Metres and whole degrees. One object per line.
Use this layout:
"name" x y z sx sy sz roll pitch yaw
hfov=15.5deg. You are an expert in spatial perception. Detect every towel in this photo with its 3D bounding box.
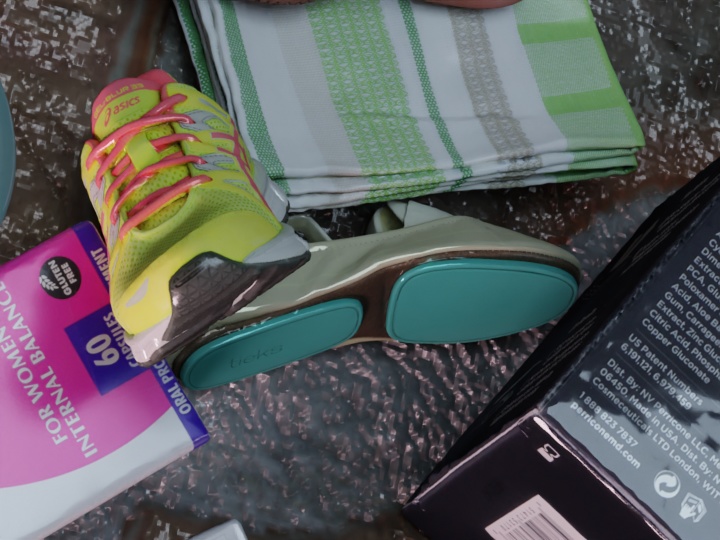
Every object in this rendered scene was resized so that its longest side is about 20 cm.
"towel" 0.020 -0.102 1.180 0.199 0.031 0.150 -7 67 -24

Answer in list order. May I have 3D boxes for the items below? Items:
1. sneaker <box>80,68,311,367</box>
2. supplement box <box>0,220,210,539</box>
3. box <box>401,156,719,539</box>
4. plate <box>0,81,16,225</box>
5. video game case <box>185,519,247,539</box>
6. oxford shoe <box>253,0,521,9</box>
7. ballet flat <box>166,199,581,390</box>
"sneaker" -0.075 -0.028 1.011 0.078 0.200 0.091 -32 104 1
"supplement box" -0.176 0.076 1.036 0.199 0.103 0.102 -31 91 -24
"box" 0.142 0.049 1.108 0.117 0.197 0.200 42 69 0
"plate" -0.233 -0.063 1.050 0.199 0.026 0.201 9 54 -13
"video game case" -0.107 0.207 1.078 0.199 0.018 0.144 -24 88 -26
"oxford shoe" -0.002 -0.162 1.148 0.199 0.074 0.071 -2 61 -24
"ballet flat" 0.000 0.000 1.151 0.199 0.069 0.070 -9 81 -23
